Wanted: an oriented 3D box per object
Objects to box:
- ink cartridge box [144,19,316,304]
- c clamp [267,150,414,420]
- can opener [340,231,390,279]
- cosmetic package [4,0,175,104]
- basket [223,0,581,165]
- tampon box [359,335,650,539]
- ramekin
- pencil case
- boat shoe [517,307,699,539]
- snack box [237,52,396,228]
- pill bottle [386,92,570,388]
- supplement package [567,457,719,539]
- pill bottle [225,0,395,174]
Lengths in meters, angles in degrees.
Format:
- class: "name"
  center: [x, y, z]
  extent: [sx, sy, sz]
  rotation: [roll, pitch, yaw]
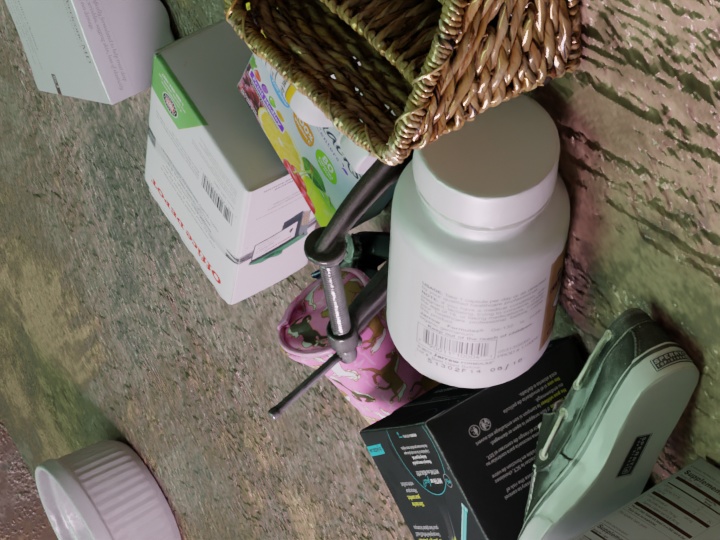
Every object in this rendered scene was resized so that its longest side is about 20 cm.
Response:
- class: "ink cartridge box"
  center: [-0.102, -0.086, 1.982]
  extent: [0.146, 0.084, 0.200]
  rotation: [56, 160, 19]
- class: "c clamp"
  center: [0.000, 0.000, 1.630]
  extent: [0.027, 0.171, 0.200]
  rotation: [38, 156, 22]
- class: "can opener"
  center: [0.041, 0.001, 1.802]
  extent: [0.200, 0.078, 0.064]
  rotation: [2, 79, 64]
- class: "cosmetic package"
  center: [-0.237, -0.215, 2.154]
  extent: [0.200, 0.081, 0.113]
  rotation: [15, 129, 65]
- class: "basket"
  center: [0.017, -0.185, 1.459]
  extent: [0.200, 0.149, 0.143]
  rotation: [46, 155, 40]
- class: "tampon box"
  center: [0.116, 0.167, 1.707]
  extent: [0.201, 0.126, 0.150]
  rotation: [63, 161, -4]
- class: "ramekin"
  center: [-0.297, 0.298, 2.951]
  extent: [0.200, 0.105, 0.201]
  rotation: [50, 157, 30]
- class: "pencil case"
  center: [0.020, 0.079, 1.804]
  extent: [0.200, 0.083, 0.087]
  rotation: [46, -169, -43]
- class: "boat shoe"
  center: [0.148, 0.112, 1.576]
  extent: [0.064, 0.071, 0.200]
  rotation: [53, 129, 34]
- class: "snack box"
  center: [-0.019, -0.120, 1.775]
  extent: [0.143, 0.053, 0.200]
  rotation: [58, 160, 8]
- class: "pill bottle"
  center: [0.076, -0.023, 1.576]
  extent: [0.114, 0.114, 0.200]
  rotation: [51, 158, 28]
- class: "supplement package"
  center: [0.196, 0.264, 1.528]
  extent: [0.147, 0.200, 0.192]
  rotation: [32, 146, 54]
- class: "pill bottle"
  center: [-0.018, -0.169, 1.621]
  extent: [0.200, 0.112, 0.112]
  rotation: [58, 160, 9]
